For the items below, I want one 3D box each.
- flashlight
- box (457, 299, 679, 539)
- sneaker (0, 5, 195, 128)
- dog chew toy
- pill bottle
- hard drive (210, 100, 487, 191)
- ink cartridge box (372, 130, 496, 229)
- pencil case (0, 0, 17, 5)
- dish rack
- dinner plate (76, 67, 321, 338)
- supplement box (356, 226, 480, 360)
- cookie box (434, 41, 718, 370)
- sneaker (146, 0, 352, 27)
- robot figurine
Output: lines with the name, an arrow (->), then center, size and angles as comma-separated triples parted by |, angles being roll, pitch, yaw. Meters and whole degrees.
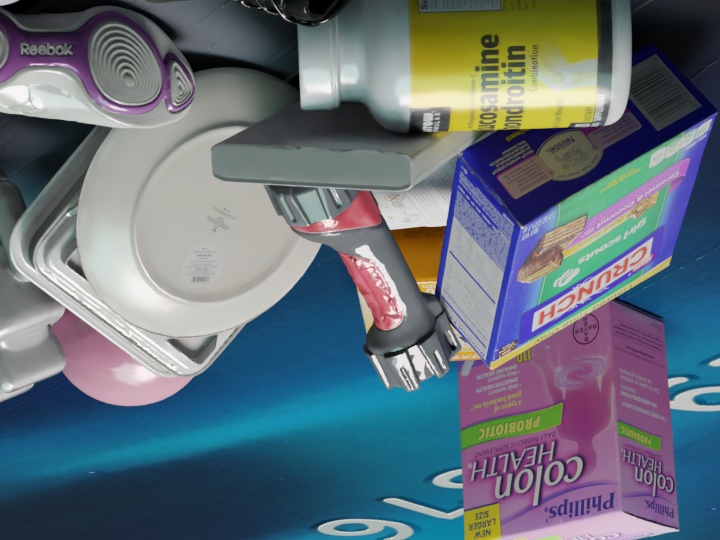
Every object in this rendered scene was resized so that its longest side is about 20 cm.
flashlight -> 0.000, 0.000, 1.540 | 0.067, 0.068, 0.201 | 2, 133, 34
box -> 0.185, 0.148, 2.009 | 0.175, 0.201, 0.096 | -18, 155, 37
sneaker -> -0.205, -0.136, 1.429 | 0.199, 0.075, 0.099 | 9, 175, -27
dog chew toy -> -0.172, -0.001, 1.641 | 0.124, 0.125, 0.201 | -1, 119, -4
pill bottle -> 0.061, -0.141, 1.352 | 0.199, 0.113, 0.112 | -2, 160, -1
hard drive -> 0.003, -0.088, 1.428 | 0.131, 0.027, 0.200 | 4, -164, 19
ink cartridge box -> 0.059, -0.079, 1.623 | 0.199, 0.057, 0.163 | 0, 161, 18
pencil case -> -0.234, -0.209, 1.179 | 0.085, 0.084, 0.200 | 26, 178, 33
dish rack -> -0.131, -0.020, 1.553 | 0.200, 0.172, 0.044 | 40, 180, -38
dinner plate -> -0.100, -0.041, 1.520 | 0.199, 0.201, 0.024 | 13, -163, -35
supplement box -> 0.063, 0.012, 1.814 | 0.125, 0.074, 0.200 | -3, 160, 4
cookie box -> 0.145, -0.041, 1.531 | 0.171, 0.075, 0.200 | -30, 156, -18
sneaker -> -0.052, -0.180, 1.269 | 0.199, 0.091, 0.076 | -14, 159, 31
robot figurine -> -0.287, -0.004, 1.591 | 0.169, 0.201, 0.113 | -28, 176, 38
